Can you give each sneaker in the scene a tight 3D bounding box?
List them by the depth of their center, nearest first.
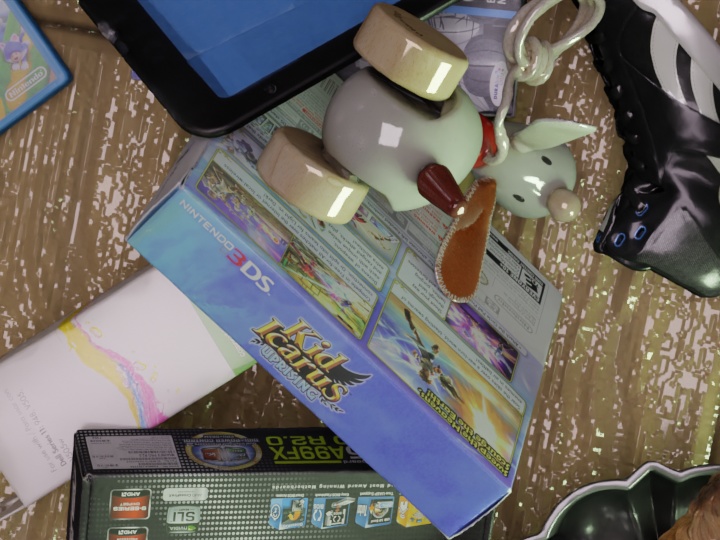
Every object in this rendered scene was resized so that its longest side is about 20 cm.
[{"bbox_3d":[0.136,-0.067,1.125,0.112,0.073,0.200,-45,91,3],"label":"sneaker"}]

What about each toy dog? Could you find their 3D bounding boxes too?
[{"bbox_3d":[0.052,-0.047,1.035,0.096,0.199,0.133,47,130,31],"label":"toy dog"}]

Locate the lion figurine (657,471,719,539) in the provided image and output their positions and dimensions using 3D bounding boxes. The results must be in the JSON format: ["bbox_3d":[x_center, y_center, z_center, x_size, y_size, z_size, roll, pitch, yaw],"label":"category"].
[{"bbox_3d":[0.126,0.173,1.066,0.199,0.072,0.123,-22,84,9],"label":"lion figurine"}]

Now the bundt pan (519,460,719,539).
[{"bbox_3d":[0.156,0.189,1.136,0.200,0.076,0.204,0,93,4],"label":"bundt pan"}]

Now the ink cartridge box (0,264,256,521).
[{"bbox_3d":[-0.123,0.049,1.127,0.199,0.117,0.068,-32,93,4],"label":"ink cartridge box"}]

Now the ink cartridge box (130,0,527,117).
[{"bbox_3d":[-0.016,-0.133,1.151,0.198,0.039,0.100,5,94,4],"label":"ink cartridge box"}]

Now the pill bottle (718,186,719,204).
[{"bbox_3d":[0.237,-0.102,1.058,0.112,0.113,0.201,25,64,2],"label":"pill bottle"}]

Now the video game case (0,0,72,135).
[{"bbox_3d":[-0.260,-0.138,1.177,0.143,0.018,0.201,-35,90,6],"label":"video game case"}]

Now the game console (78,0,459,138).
[{"bbox_3d":[-0.043,-0.188,1.034,0.199,0.116,0.177,-31,116,-18],"label":"game console"}]

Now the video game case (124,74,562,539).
[{"bbox_3d":[0.000,0.000,1.068,0.200,0.182,0.045,43,118,-11],"label":"video game case"}]

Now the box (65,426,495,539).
[{"bbox_3d":[-0.042,0.154,1.099,0.198,0.044,0.161,1,114,-15],"label":"box"}]
